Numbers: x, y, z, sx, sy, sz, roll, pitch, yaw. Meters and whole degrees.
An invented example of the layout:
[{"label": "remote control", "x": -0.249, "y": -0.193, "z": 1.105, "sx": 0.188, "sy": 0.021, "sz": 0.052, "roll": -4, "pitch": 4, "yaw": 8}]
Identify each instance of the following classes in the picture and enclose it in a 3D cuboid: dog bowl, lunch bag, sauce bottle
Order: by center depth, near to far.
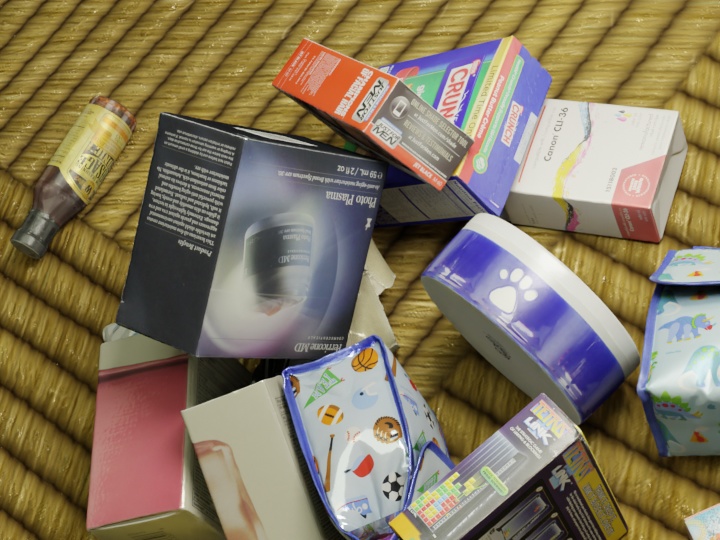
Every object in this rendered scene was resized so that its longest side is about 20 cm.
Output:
[{"label": "lunch bag", "x": 0.344, "y": 0.056, "z": 1.361, "sx": 0.170, "sy": 0.127, "sz": 0.200, "roll": -2, "pitch": 47, "yaw": 23}, {"label": "lunch bag", "x": 0.027, "y": 0.186, "z": 1.370, "sx": 0.124, "sy": 0.170, "sz": 0.200, "roll": -23, "pitch": 53, "yaw": 10}, {"label": "dog bowl", "x": 0.151, "y": 0.044, "z": 1.389, "sx": 0.079, "sy": 0.200, "sz": 0.200, "roll": -46, "pitch": 55, "yaw": -7}, {"label": "sauce bottle", "x": -0.328, "y": -0.104, "z": 1.754, "sx": 0.066, "sy": 0.066, "sz": 0.200, "roll": 18, "pitch": 70, "yaw": 29}]

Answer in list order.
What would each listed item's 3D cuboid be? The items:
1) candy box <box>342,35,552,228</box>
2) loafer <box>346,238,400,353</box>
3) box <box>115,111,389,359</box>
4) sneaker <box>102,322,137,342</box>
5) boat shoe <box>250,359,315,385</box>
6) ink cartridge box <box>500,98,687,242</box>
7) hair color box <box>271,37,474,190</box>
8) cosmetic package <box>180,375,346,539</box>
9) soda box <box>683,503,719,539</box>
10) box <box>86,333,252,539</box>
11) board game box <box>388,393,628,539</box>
[{"label": "candy box", "x": 0.077, "y": -0.135, "z": 1.563, "sx": 0.200, "sy": 0.077, "sz": 0.169, "roll": -4, "pitch": 55, "yaw": 47}, {"label": "loafer", "x": 0.000, "y": 0.000, "z": 1.531, "sx": 0.068, "sy": 0.076, "sz": 0.200, "roll": -6, "pitch": 90, "yaw": -2}, {"label": "box", "x": -0.095, "y": -0.026, "z": 1.416, "sx": 0.123, "sy": 0.200, "sz": 0.199, "roll": 20, "pitch": 101, "yaw": 40}, {"label": "sneaker", "x": -0.190, "y": 0.029, "z": 1.614, "sx": 0.200, "sy": 0.075, "sz": 0.087, "roll": -36, "pitch": 48, "yaw": -3}, {"label": "boat shoe", "x": -0.072, "y": 0.115, "z": 1.522, "sx": 0.071, "sy": 0.072, "sz": 0.200, "roll": -11, "pitch": 45, "yaw": 24}, {"label": "ink cartridge box", "x": 0.212, "y": -0.104, "z": 1.538, "sx": 0.200, "sy": 0.068, "sz": 0.117, "roll": 8, "pitch": 63, "yaw": 26}, {"label": "hair color box", "x": 0.009, "y": -0.153, "z": 1.493, "sx": 0.064, "sy": 0.111, "sz": 0.200, "roll": -56, "pitch": 34, "yaw": -1}, {"label": "cosmetic package", "x": -0.080, "y": 0.202, "z": 1.389, "sx": 0.087, "sy": 0.103, "sz": 0.200, "roll": -21, "pitch": 85, "yaw": 9}, {"label": "soda box", "x": 0.376, "y": 0.204, "z": 1.283, "sx": 0.200, "sy": 0.068, "sz": 0.064, "roll": -24, "pitch": 54, "yaw": 5}, {"label": "box", "x": -0.180, "y": 0.170, "z": 1.481, "sx": 0.109, "sy": 0.128, "sz": 0.200, "roll": -15, "pitch": 55, "yaw": 20}, {"label": "board game box", "x": 0.129, "y": 0.214, "z": 1.292, "sx": 0.165, "sy": 0.200, "sz": 0.057, "roll": -40, "pitch": 53, "yaw": -7}]
